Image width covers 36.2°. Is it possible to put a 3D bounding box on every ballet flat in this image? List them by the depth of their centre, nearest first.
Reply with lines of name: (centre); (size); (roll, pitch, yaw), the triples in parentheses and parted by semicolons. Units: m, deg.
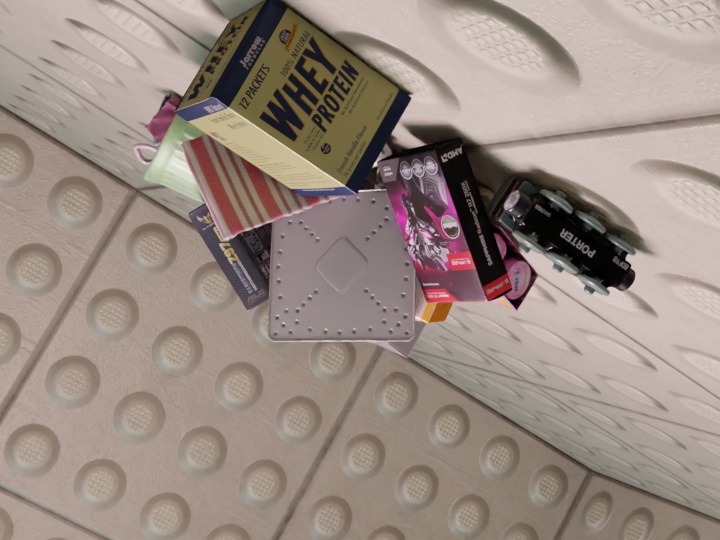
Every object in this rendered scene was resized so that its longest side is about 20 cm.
ballet flat: (-0.003, -0.135, 1.536); (0.069, 0.070, 0.200); (30, 158, -3)

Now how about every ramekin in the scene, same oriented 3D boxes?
ramekin: (-0.214, -0.193, 1.547); (0.097, 0.200, 0.200); (29, 172, -11)

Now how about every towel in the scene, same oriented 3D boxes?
towel: (-0.118, -0.135, 1.445); (0.147, 0.199, 0.030); (64, 165, 13)

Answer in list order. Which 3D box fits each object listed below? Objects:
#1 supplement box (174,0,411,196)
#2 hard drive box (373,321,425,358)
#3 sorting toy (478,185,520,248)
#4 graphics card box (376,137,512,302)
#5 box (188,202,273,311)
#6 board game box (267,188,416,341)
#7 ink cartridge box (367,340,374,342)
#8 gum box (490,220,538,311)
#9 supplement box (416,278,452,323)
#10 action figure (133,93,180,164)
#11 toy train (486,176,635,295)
supplement box: (-0.085, -0.197, 1.309); (0.199, 0.135, 0.200); (33, 171, -20)
hard drive box: (0.057, 0.030, 1.949); (0.156, 0.200, 0.077); (23, 169, 40)
sorting toy: (0.131, -0.089, 1.557); (0.185, 0.037, 0.200); (23, 170, 35)
graphics card box: (0.103, -0.058, 1.368); (0.125, 0.051, 0.201); (-2, 110, 56)
box: (-0.154, -0.041, 1.575); (0.158, 0.051, 0.200); (59, -164, -5)
board game box: (-0.022, -0.005, 1.458); (0.199, 0.201, 0.026); (-1, 170, 15)
ink cartridge box: (0.000, 0.000, 1.543); (0.125, 0.201, 0.129); (0, 176, 15)
gum box: (0.146, -0.033, 1.511); (0.113, 0.066, 0.200); (21, 163, 44)
supplement box: (0.040, 0.006, 1.664); (0.199, 0.074, 0.126); (24, -174, 15)
action figure: (-0.287, -0.211, 1.910); (0.200, 0.149, 0.134); (41, 169, 18)
toy train: (0.244, -0.042, 1.338); (0.200, 0.085, 0.114); (31, -176, -22)
